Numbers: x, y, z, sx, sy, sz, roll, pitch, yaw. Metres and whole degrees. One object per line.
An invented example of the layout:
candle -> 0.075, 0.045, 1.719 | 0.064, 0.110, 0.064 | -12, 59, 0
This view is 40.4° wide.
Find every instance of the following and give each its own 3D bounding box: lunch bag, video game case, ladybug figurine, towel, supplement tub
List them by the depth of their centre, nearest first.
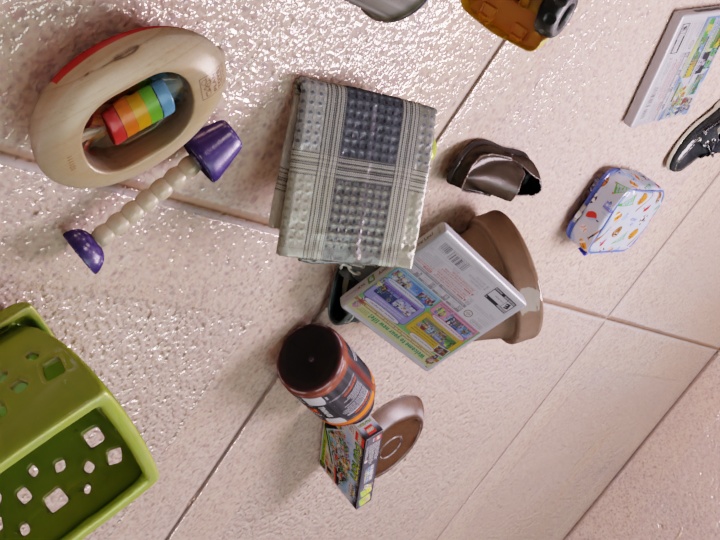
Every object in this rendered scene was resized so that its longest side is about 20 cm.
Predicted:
ladybug figurine -> -0.210, -0.155, 0.880 | 0.198, 0.072, 0.137 | -32, 147, -22
towel -> -0.007, -0.104, 1.118 | 0.190, 0.034, 0.204 | 6, 97, -32
video game case -> 0.101, 0.042, 1.329 | 0.181, 0.022, 0.199 | -36, 130, 20
supplement tub -> -0.040, 0.161, 1.416 | 0.107, 0.107, 0.200 | -43, 148, -4
video game case -> 0.532, -0.340, 1.622 | 0.180, 0.022, 0.202 | -17, 138, -39
lunch bag -> 0.453, -0.100, 1.751 | 0.198, 0.076, 0.162 | -2, 130, -51

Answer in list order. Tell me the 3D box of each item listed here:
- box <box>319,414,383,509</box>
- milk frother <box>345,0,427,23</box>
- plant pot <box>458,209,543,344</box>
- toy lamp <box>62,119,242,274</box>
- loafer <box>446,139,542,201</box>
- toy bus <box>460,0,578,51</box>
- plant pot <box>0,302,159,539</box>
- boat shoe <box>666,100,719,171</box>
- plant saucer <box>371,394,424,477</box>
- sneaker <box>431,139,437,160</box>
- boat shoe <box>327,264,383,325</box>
box -> -0.018, 0.287, 1.584 | 0.034, 0.110, 0.202 | -25, 143, -28
milk frother -> -0.016, -0.341, 0.801 | 0.187, 0.181, 0.201 | 9, 126, -49
plant pot -> 0.153, 0.030, 1.455 | 0.172, 0.202, 0.202 | -18, 143, -9
toy lamp -> -0.205, -0.078, 0.991 | 0.199, 0.058, 0.058 | -42, 149, -8
loafer -> 0.201, -0.139, 1.400 | 0.198, 0.071, 0.074 | -8, 132, -47
toy bus -> 0.228, -0.372, 1.133 | 0.191, 0.135, 0.202 | -28, 150, -55
plant pot -> -0.345, 0.164, 0.977 | 0.198, 0.181, 0.201 | -35, 147, -18
boat shoe -> 0.662, -0.250, 1.838 | 0.199, 0.066, 0.075 | -42, 149, -8
plant saucer -> 0.046, 0.311, 1.767 | 0.198, 0.032, 0.202 | -30, 145, -24
sneaker -> -0.003, -0.144, 1.166 | 0.198, 0.074, 0.085 | -22, 109, -23
boat shoe -> 0.000, 0.000, 1.315 | 0.061, 0.073, 0.202 | -26, 149, -36
